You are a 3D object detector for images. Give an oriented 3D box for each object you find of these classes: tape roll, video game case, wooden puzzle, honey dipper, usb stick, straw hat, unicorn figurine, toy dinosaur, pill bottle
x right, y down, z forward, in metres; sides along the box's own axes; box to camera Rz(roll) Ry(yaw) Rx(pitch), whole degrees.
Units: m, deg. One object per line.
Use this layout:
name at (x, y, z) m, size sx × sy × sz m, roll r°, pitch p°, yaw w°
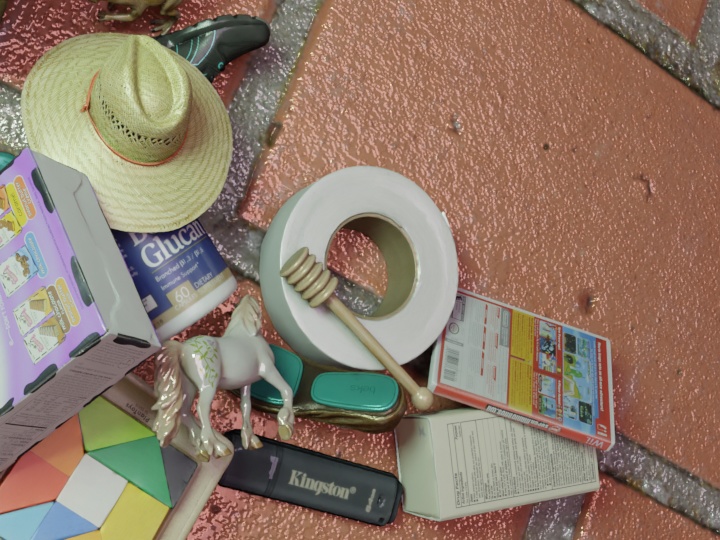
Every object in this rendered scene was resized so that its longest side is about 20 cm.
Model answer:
tape roll at (0.000, 0.000, 0.982) m, size 0.199 × 0.071 × 0.207 m, roll 4°, pitch 81°, yaw -24°
video game case at (0.170, 0.098, 1.009) m, size 0.196 × 0.018 × 0.144 m, roll 18°, pitch 44°, yaw -5°
wooden puzzle at (-0.222, 0.184, 0.794) m, size 0.184 × 0.037 × 0.202 m, roll 37°, pitch 70°, yaw -16°
honey dipper at (0.003, 0.060, 0.920) m, size 0.200 × 0.038 × 0.038 m, roll 47°, pitch 67°, yaw -16°
usb stick at (-0.050, 0.205, 0.951) m, size 0.197 × 0.032 × 0.057 m, roll 20°, pitch 74°, yaw -21°
straw hat at (-0.180, -0.141, 0.805) m, size 0.197 × 0.085 × 0.205 m, roll 12°, pitch 60°, yaw -21°
unicorn figurine at (-0.111, 0.088, 0.839) m, size 0.073 × 0.200 × 0.140 m, roll -18°, pitch 80°, yaw 16°
toy dinosaur at (-0.181, -0.269, 0.918) m, size 0.198 × 0.101 × 0.059 m, roll -26°, pitch 93°, yaw -25°
pill bottle at (-0.206, -0.039, 0.870) m, size 0.110 × 0.111 × 0.202 m, roll -36°, pitch 98°, yaw -24°

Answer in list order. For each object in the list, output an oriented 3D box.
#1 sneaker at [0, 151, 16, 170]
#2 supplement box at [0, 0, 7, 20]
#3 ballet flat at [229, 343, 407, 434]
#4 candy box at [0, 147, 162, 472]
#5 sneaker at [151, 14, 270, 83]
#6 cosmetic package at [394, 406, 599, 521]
sneaker at (-0.300, -0.007, 0.841) m, size 0.076 × 0.079 × 0.204 m, roll -6°, pitch 85°, yaw -24°
supplement box at (-0.342, -0.306, 0.796) m, size 0.132 × 0.199 × 0.204 m, roll 19°, pitch 75°, yaw -20°
ballet flat at (-0.049, 0.120, 0.930) m, size 0.196 × 0.073 × 0.069 m, roll 8°, pitch 53°, yaw 14°
candy box at (-0.271, 0.040, 0.732) m, size 0.199 × 0.071 × 0.169 m, roll -36°, pitch 66°, yaw 13°
sneaker at (-0.176, -0.193, 0.936) m, size 0.197 × 0.075 × 0.081 m, roll -21°, pitch 101°, yaw -16°
cosmetic package at (0.142, 0.191, 1.010) m, size 0.196 × 0.087 × 0.106 m, roll -2°, pitch 84°, yaw -26°
